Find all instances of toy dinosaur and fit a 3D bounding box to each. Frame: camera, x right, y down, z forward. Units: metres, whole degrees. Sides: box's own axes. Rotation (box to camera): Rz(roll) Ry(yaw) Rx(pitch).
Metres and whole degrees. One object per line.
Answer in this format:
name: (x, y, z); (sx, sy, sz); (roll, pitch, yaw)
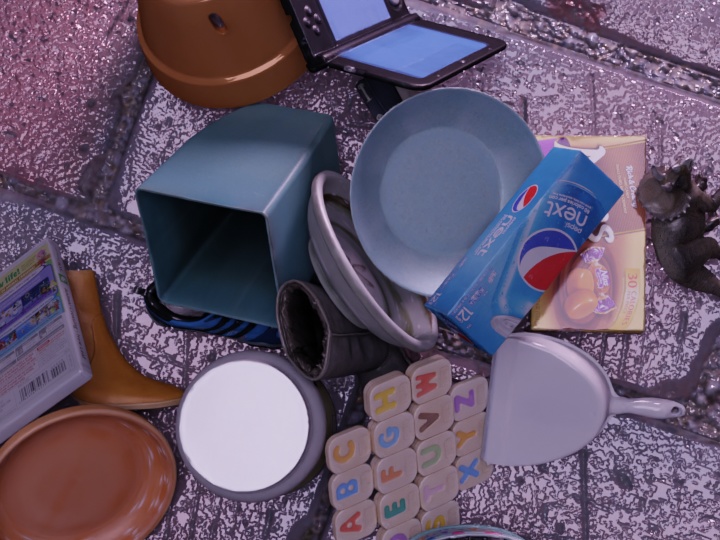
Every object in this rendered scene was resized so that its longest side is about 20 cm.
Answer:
toy dinosaur: (0.326, -0.040, 1.731); (0.102, 0.077, 0.200); (-24, 121, -22)

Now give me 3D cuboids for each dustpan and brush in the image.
dustpan and brush: (0.229, 0.136, 1.738); (0.200, 0.057, 0.140); (7, 103, 6)

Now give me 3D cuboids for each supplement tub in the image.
supplement tub: (-0.101, 0.152, 1.683); (0.145, 0.200, 0.145); (0, 85, 4)

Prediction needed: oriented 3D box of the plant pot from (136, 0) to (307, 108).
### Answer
plant pot: (-0.143, -0.282, 1.727); (0.200, 0.140, 0.200); (-6, 63, 12)

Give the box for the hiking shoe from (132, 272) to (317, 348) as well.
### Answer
hiking shoe: (-0.126, 0.040, 1.753); (0.200, 0.087, 0.075); (1, 85, 4)

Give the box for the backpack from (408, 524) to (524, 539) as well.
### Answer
backpack: (0.108, 0.347, 1.676); (0.177, 0.151, 0.200); (-1, 92, -1)

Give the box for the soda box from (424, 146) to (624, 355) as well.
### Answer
soda box: (0.153, -0.020, 1.620); (0.064, 0.068, 0.200); (40, 85, -17)

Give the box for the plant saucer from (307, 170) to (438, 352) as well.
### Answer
plant saucer: (0.000, 0.000, 1.661); (0.050, 0.200, 0.200); (-33, 83, 17)

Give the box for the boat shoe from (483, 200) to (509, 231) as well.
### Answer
boat shoe: (0.119, -0.034, 1.728); (0.200, 0.072, 0.060); (-4, 80, 28)

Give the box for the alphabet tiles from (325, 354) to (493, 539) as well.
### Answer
alphabet tiles: (0.053, 0.186, 1.691); (0.195, 0.015, 0.200); (-19, 117, -30)

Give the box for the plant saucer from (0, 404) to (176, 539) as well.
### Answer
plant saucer: (-0.284, 0.214, 1.722); (0.200, 0.200, 0.037); (-37, 39, 0)

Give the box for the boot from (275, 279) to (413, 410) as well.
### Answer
boot: (-0.003, 0.093, 1.681); (0.072, 0.200, 0.182); (-28, 81, 11)

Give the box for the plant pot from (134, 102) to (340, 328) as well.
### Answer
plant pot: (-0.101, -0.071, 1.698); (0.141, 0.141, 0.200); (12, 43, 22)

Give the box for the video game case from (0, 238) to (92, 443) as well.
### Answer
video game case: (-0.364, 0.089, 1.727); (0.200, 0.022, 0.182); (-36, 49, 16)

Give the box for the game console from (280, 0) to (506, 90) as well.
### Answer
game console: (0.029, -0.263, 1.701); (0.116, 0.200, 0.176); (-18, 98, 34)

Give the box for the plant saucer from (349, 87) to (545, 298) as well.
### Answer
plant saucer: (0.082, -0.074, 1.650); (0.201, 0.039, 0.201); (-2, 97, -15)

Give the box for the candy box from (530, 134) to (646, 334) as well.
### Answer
candy box: (0.231, -0.037, 1.753); (0.116, 0.056, 0.200); (1, 86, 6)

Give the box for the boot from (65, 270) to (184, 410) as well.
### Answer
boot: (-0.273, 0.071, 1.768); (0.201, 0.071, 0.144); (1, 85, 8)

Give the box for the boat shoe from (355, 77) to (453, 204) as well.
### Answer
boat shoe: (0.044, -0.132, 1.742); (0.062, 0.075, 0.200); (-33, 58, 17)
